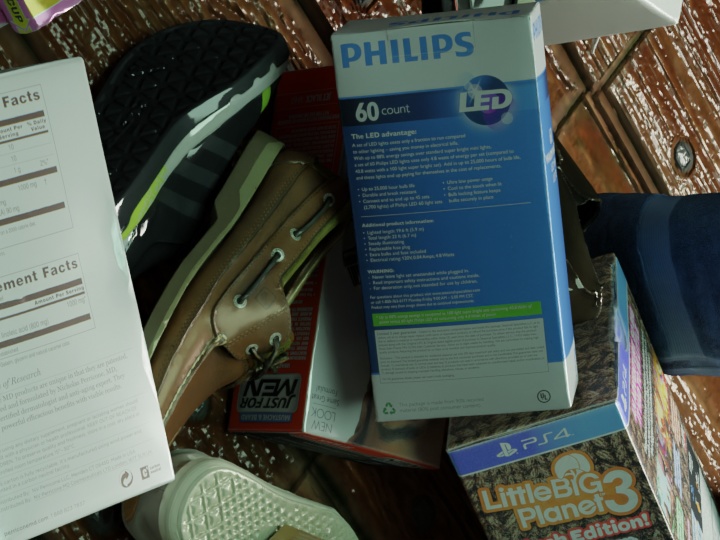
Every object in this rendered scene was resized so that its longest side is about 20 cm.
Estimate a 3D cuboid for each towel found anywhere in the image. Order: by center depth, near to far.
[{"bbox_3d":[0.184,0.009,1.370,0.048,0.200,0.112,-26,106,-33],"label":"towel"}]

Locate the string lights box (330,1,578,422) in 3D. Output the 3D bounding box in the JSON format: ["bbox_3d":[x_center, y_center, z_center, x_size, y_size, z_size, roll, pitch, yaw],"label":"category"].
[{"bbox_3d":[0.049,-0.029,1.193,0.059,0.102,0.201,-51,136,-74],"label":"string lights box"}]

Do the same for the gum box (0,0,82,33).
[{"bbox_3d":[-0.141,-0.203,1.147,0.200,0.066,0.114,-41,114,-38],"label":"gum box"}]

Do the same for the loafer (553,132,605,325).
[{"bbox_3d":[0.097,-0.037,1.326,0.071,0.073,0.200,12,48,-15],"label":"loafer"}]

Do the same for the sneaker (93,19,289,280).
[{"bbox_3d":[-0.105,-0.050,1.192,0.200,0.072,0.083,-48,145,-35],"label":"sneaker"}]

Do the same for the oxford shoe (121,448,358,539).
[{"bbox_3d":[-0.056,0.144,1.222,0.200,0.058,0.075,42,67,-50],"label":"oxford shoe"}]

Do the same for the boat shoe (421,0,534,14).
[{"bbox_3d":[0.051,-0.076,1.253,0.063,0.074,0.202,4,94,-11],"label":"boat shoe"}]

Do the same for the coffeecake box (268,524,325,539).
[{"bbox_3d":[-0.040,0.257,1.179,0.153,0.073,0.200,-42,134,-38],"label":"coffeecake box"}]

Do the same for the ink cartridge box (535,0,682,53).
[{"bbox_3d":[0.101,-0.219,1.349,0.200,0.125,0.129,26,70,-40],"label":"ink cartridge box"}]

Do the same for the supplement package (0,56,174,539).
[{"bbox_3d":[-0.178,0.015,1.066,0.109,0.114,0.201,-19,100,-45],"label":"supplement package"}]

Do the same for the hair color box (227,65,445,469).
[{"bbox_3d":[0.000,0.000,1.280,0.111,0.064,0.201,18,76,-44],"label":"hair color box"}]

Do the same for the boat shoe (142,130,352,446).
[{"bbox_3d":[-0.063,0.023,1.169,0.068,0.072,0.200,27,68,1],"label":"boat shoe"}]

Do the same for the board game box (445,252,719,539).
[{"bbox_3d":[0.132,0.122,1.325,0.160,0.097,0.200,-79,148,-61],"label":"board game box"}]
